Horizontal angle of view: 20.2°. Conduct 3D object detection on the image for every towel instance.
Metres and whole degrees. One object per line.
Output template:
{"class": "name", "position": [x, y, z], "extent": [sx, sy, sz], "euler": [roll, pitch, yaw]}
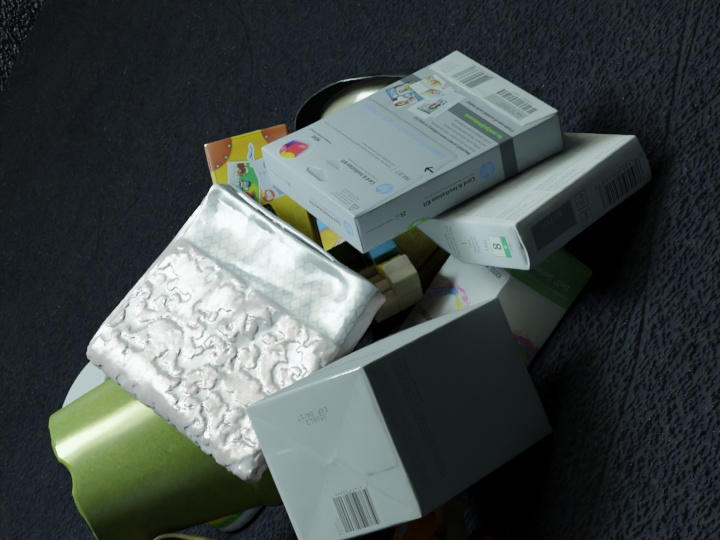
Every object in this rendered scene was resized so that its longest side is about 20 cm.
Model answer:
{"class": "towel", "position": [-0.103, 0.045, 1.640], "extent": [0.200, 0.032, 0.191], "euler": [34, 86, 31]}

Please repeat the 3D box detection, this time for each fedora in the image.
{"class": "fedora", "position": [0.029, -0.111, 1.914], "extent": [0.201, 0.201, 0.092], "euler": [-30, 52, 49]}

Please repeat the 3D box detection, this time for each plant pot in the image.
{"class": "plant pot", "position": [-0.160, 0.145, 1.738], "extent": [0.184, 0.200, 0.200], "euler": [-25, 27, 1]}

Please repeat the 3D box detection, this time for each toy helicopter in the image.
{"class": "toy helicopter", "position": [0.044, 0.228, 1.605], "extent": [0.132, 0.079, 0.200], "euler": [-62, 11, 15]}

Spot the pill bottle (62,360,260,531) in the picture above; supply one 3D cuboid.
{"class": "pill bottle", "position": [-0.185, 0.163, 1.953], "extent": [0.111, 0.200, 0.111], "euler": [-45, 27, 30]}

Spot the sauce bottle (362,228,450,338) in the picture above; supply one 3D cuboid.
{"class": "sauce bottle", "position": [0.045, -0.014, 1.880], "extent": [0.200, 0.065, 0.065], "euler": [-47, 26, 23]}

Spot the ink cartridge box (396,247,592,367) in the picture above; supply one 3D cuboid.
{"class": "ink cartridge box", "position": [0.095, 0.050, 1.696], "extent": [0.200, 0.067, 0.117], "euler": [-56, 24, 6]}

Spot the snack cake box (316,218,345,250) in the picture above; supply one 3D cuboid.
{"class": "snack cake box", "position": [-0.041, 0.026, 2.002], "extent": [0.200, 0.067, 0.115], "euler": [-49, 24, 22]}

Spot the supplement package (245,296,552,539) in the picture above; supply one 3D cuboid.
{"class": "supplement package", "position": [0.033, 0.114, 1.533], "extent": [0.121, 0.120, 0.200], "euler": [-22, 2, 37]}

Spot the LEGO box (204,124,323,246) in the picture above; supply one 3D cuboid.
{"class": "LEGO box", "position": [-0.070, -0.011, 1.772], "extent": [0.149, 0.077, 0.200], "euler": [74, -179, -82]}

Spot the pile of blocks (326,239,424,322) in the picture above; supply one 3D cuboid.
{"class": "pile of blocks", "position": [0.000, 0.000, 1.767], "extent": [0.062, 0.082, 0.200], "euler": [-27, 6, -7]}

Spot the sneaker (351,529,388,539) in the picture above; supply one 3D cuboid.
{"class": "sneaker", "position": [-0.007, 0.162, 1.682], "extent": [0.076, 0.116, 0.200], "euler": [-5, 57, 11]}

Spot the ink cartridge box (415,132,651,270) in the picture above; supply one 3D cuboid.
{"class": "ink cartridge box", "position": [0.114, -0.063, 1.667], "extent": [0.161, 0.050, 0.200], "euler": [-35, 25, -34]}

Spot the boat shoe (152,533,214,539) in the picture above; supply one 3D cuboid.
{"class": "boat shoe", "position": [-0.094, 0.274, 1.677], "extent": [0.200, 0.066, 0.074], "euler": [16, 65, 23]}

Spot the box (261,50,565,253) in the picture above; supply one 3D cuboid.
{"class": "box", "position": [0.043, -0.101, 1.661], "extent": [0.200, 0.041, 0.156], "euler": [-27, 36, -20]}
